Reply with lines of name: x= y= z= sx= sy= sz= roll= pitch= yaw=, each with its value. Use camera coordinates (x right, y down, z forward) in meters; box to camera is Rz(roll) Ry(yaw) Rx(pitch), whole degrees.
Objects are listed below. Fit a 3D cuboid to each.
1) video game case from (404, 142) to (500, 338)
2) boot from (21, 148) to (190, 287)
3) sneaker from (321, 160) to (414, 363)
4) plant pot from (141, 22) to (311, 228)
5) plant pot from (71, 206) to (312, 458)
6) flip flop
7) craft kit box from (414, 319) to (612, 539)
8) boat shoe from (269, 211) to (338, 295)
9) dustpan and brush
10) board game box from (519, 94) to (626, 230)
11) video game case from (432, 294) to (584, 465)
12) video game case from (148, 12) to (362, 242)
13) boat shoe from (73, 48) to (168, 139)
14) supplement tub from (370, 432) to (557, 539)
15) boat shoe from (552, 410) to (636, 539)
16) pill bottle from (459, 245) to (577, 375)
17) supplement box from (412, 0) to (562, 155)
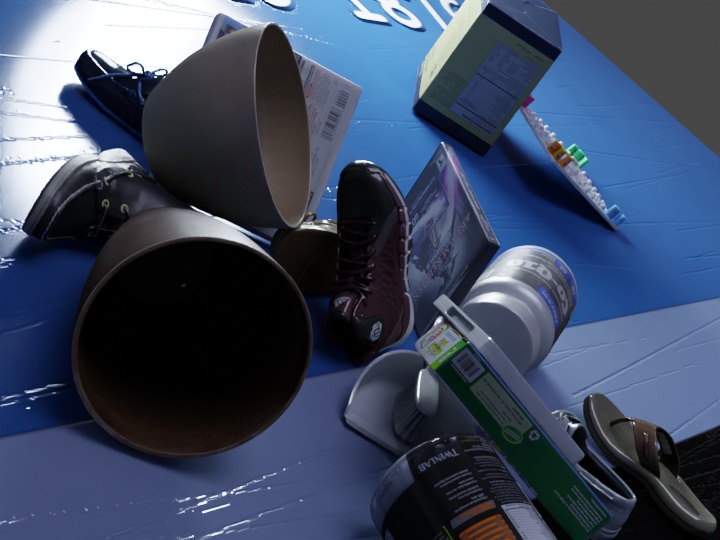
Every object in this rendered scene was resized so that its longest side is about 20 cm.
video game case: x=0.085 y=-0.033 z=1.596 sx=0.019 sy=0.143 sz=0.200 roll=20 pitch=29 yaw=-26
boot: x=-0.206 y=-0.038 z=1.310 sx=0.154 sy=0.074 sz=0.204 roll=37 pitch=19 yaw=3
sneaker: x=0.000 y=0.000 z=1.413 sx=0.075 sy=0.201 sz=0.115 roll=0 pitch=21 yaw=30
plant pot: x=-0.137 y=-0.136 z=1.414 sx=0.134 sy=0.201 sz=0.200 roll=-5 pitch=22 yaw=13
plant pot: x=-0.152 y=0.024 z=1.182 sx=0.186 sy=0.187 sz=0.200 roll=24 pitch=14 yaw=-24
flip flop: x=0.326 y=0.207 z=1.582 sx=0.081 sy=0.058 sz=0.200 roll=0 pitch=43 yaw=-52
craft kit box: x=0.133 y=0.141 z=1.301 sx=0.200 sy=0.048 sz=0.198 roll=51 pitch=3 yaw=-4
boat shoe: x=-0.034 y=-0.016 z=1.513 sx=0.063 sy=0.073 sz=0.200 roll=46 pitch=15 yaw=35
dustpan and brush: x=0.064 y=0.111 z=1.412 sx=0.139 sy=0.057 sz=0.200 roll=32 pitch=25 yaw=-9
board game box: x=0.323 y=-0.178 z=2.224 sx=0.200 sy=0.026 sz=0.200 roll=40 pitch=18 yaw=-37
video game case: x=0.136 y=0.099 z=1.353 sx=0.143 sy=0.017 sz=0.200 roll=51 pitch=0 yaw=-14
video game case: x=-0.110 y=-0.146 z=1.525 sx=0.182 sy=0.201 sz=0.023 roll=26 pitch=-14 yaw=-21
boat shoe: x=-0.221 y=-0.184 z=1.560 sx=0.200 sy=0.069 sz=0.084 roll=38 pitch=25 yaw=4
supplement tub: x=0.102 y=0.241 z=1.159 sx=0.122 sy=0.123 sz=0.200 roll=10 pitch=35 yaw=-43
boat shoe: x=0.207 y=0.181 z=1.458 sx=0.070 sy=0.072 sz=0.201 roll=2 pitch=41 yaw=-51
pill bottle: x=0.169 y=0.051 z=1.592 sx=0.114 sy=0.114 sz=0.200 roll=38 pitch=25 yaw=5
supplement box: x=0.191 y=-0.319 z=2.168 sx=0.134 sy=0.200 sz=0.200 roll=32 pitch=25 yaw=-10
